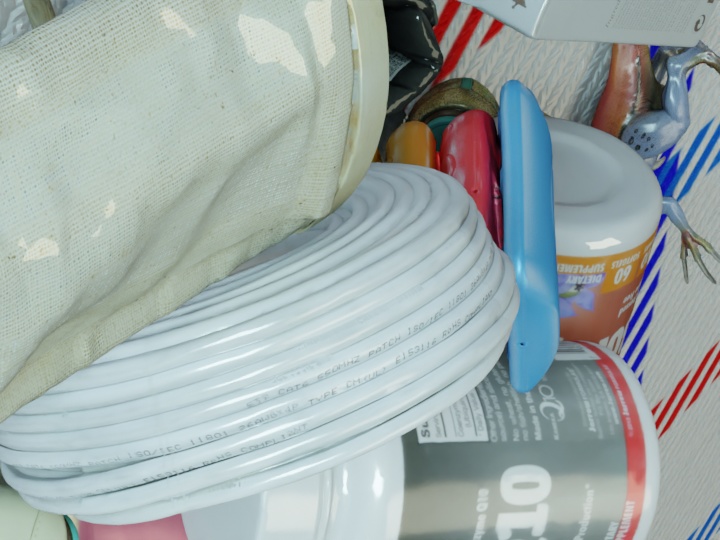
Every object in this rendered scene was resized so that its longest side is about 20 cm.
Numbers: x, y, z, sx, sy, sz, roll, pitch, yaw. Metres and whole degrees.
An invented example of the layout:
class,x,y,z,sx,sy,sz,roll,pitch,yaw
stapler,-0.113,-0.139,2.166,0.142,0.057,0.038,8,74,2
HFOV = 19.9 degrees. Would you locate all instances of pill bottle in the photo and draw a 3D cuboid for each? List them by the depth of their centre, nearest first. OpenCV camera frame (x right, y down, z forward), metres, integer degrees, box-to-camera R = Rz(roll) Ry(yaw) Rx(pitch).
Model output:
class,x,y,z,sx,sy,sz,roll,pitch,yaw
pill bottle,0.025,0.090,0.933,0.199,0.114,0.114,0,124,-28
pill bottle,0.082,0.029,1.066,0.112,0.112,0.200,-31,142,-42

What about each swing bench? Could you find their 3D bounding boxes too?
class,x,y,z,sx,sy,sz,roll,pitch,yaw
swing bench,-0.118,-0.028,0.649,0.199,0.200,0.130,-33,117,-38

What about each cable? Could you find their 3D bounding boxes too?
class,x,y,z,sx,sy,sz,roll,pitch,yaw
cable,-0.042,0.019,0.741,0.200,0.199,0.069,-44,119,-57

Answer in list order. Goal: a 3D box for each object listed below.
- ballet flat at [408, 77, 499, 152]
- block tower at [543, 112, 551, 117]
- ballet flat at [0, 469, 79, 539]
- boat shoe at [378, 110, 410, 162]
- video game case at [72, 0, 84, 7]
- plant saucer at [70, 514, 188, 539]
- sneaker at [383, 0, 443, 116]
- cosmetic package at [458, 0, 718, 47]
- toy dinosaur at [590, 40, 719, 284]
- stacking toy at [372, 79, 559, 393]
class,x,y,z,sx,sy,sz,roll,pitch,yaw
ballet flat,0.033,-0.019,1.128,0.071,0.071,0.200,-25,142,-48
block tower,0.099,-0.003,1.264,0.058,0.054,0.200,-39,149,-31
ballet flat,-0.168,0.099,0.815,0.069,0.069,0.200,-47,-164,-18
boat shoe,0.000,0.000,1.065,0.076,0.060,0.200,-62,172,-52
video game case,-0.067,-0.074,0.925,0.200,0.024,0.182,-24,139,-49
plant saucer,-0.088,0.113,0.960,0.200,0.051,0.201,-5,99,-35
sneaker,-0.012,-0.087,0.849,0.077,0.111,0.200,-54,155,-3
cosmetic package,0.107,-0.166,1.037,0.200,0.102,0.074,-7,126,-59
toy dinosaur,0.156,-0.076,1.299,0.200,0.105,0.182,37,102,-28
stacking toy,-0.015,-0.012,0.885,0.116,0.199,0.110,79,10,-59
